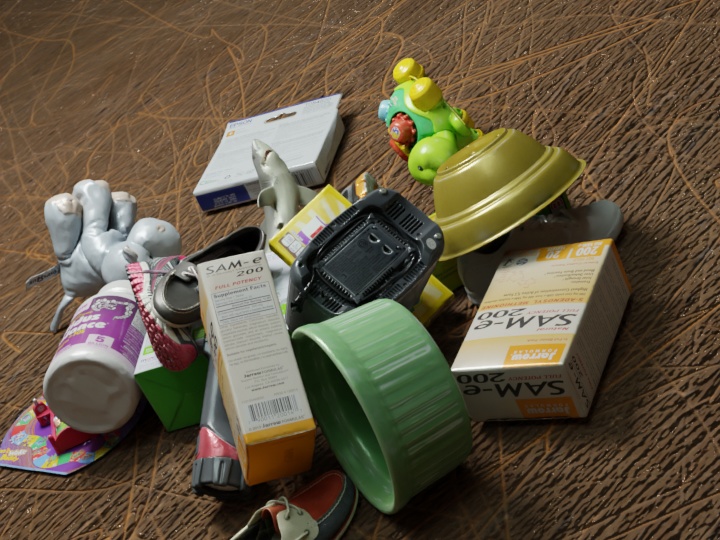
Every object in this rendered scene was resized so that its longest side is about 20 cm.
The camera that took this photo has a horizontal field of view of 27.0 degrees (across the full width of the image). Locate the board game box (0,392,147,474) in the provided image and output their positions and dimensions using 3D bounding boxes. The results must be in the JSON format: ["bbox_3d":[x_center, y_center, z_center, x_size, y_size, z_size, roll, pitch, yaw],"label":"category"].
[{"bbox_3d":[-0.356,0.172,1.808,0.200,0.039,0.158,1,39,38],"label":"board game box"}]

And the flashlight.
[{"bbox_3d":[-0.135,0.141,1.591,0.068,0.068,0.200,-9,60,31],"label":"flashlight"}]

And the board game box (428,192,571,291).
[{"bbox_3d":[0.141,-0.048,1.777,0.200,0.048,0.102,-30,31,-8],"label":"board game box"}]

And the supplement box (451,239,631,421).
[{"bbox_3d":[0.187,0.060,1.534,0.126,0.074,0.200,-7,35,30],"label":"supplement box"}]

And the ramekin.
[{"bbox_3d":[0.023,0.125,1.455,0.098,0.200,0.200,-27,29,-17],"label":"ramekin"}]

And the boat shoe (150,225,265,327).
[{"bbox_3d":[-0.167,0.000,1.668,0.057,0.067,0.200,-58,-9,30],"label":"boat shoe"}]

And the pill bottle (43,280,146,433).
[{"bbox_3d":[-0.298,0.094,1.779,0.112,0.112,0.200,-17,26,14],"label":"pill bottle"}]

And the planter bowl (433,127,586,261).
[{"bbox_3d":[0.143,-0.100,1.660,0.200,0.084,0.200,-33,10,6],"label":"planter bowl"}]

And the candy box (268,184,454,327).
[{"bbox_3d":[0.000,0.000,1.702,0.200,0.026,0.102,41,74,17],"label":"candy box"}]

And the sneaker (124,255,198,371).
[{"bbox_3d":[-0.212,0.038,1.689,0.075,0.081,0.200,-18,35,-8],"label":"sneaker"}]

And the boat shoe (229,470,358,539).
[{"bbox_3d":[-0.082,0.257,1.451,0.200,0.063,0.071,-41,31,-25],"label":"boat shoe"}]

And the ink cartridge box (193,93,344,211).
[{"bbox_3d":[-0.125,-0.171,2.173,0.199,0.041,0.200,-12,32,22],"label":"ink cartridge box"}]

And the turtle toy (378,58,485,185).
[{"bbox_3d":[0.090,-0.178,1.948,0.101,0.146,0.200,-43,29,9],"label":"turtle toy"}]

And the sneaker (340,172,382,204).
[{"bbox_3d":[-0.008,-0.043,1.866,0.077,0.078,0.200,-29,24,20],"label":"sneaker"}]

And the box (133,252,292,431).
[{"bbox_3d":[-0.145,0.074,1.750,0.200,0.097,0.177,-17,31,14],"label":"box"}]

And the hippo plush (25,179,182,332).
[{"bbox_3d":[-0.332,-0.031,1.991,0.161,0.159,0.200,8,43,44],"label":"hippo plush"}]

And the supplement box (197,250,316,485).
[{"bbox_3d":[-0.107,0.098,1.511,0.073,0.126,0.200,-13,65,-10],"label":"supplement box"}]

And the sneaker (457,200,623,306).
[{"bbox_3d":[0.200,-0.038,1.678,0.200,0.089,0.075,-29,29,-6],"label":"sneaker"}]

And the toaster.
[{"bbox_3d":[-0.004,0.017,1.598,0.114,0.129,0.200,38,60,14],"label":"toaster"}]

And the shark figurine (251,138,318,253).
[{"bbox_3d":[-0.125,-0.053,1.981,0.089,0.128,0.215,-30,37,47],"label":"shark figurine"}]
